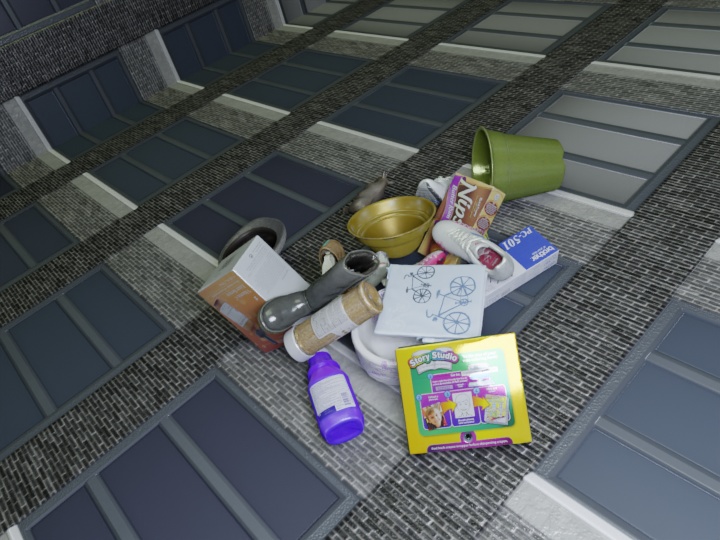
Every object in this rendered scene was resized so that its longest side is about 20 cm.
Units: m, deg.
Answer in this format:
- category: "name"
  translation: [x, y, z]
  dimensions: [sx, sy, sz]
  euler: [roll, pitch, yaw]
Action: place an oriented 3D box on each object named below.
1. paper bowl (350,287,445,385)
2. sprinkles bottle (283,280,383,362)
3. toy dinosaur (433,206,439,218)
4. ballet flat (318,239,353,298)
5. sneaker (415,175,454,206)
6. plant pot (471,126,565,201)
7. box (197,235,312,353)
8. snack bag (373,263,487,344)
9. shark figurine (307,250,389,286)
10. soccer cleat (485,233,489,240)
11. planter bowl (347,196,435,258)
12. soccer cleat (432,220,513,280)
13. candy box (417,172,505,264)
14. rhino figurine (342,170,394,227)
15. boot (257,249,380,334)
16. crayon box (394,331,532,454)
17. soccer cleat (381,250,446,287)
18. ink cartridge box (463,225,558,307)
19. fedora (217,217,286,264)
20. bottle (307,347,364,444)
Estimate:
- category: "paper bowl"
  translation: [0.088, 0.130, 1.124]
  dimensions: [0.199, 0.105, 0.202]
  euler: [-9, 42, 8]
- category: "sprinkles bottle"
  translation: [-0.052, 0.097, 1.098]
  dimensions: [0.199, 0.068, 0.069]
  euler: [-34, 33, 23]
- category: "toy dinosaur"
  translation: [0.113, -0.120, 1.442]
  dimensions: [0.135, 0.087, 0.200]
  euler: [-22, 25, -18]
- category: "ballet flat"
  translation: [-0.048, 0.035, 1.223]
  dimensions: [0.067, 0.202, 0.072]
  euler: [-11, 4, 24]
- category: "sneaker"
  translation: [0.189, -0.189, 1.398]
  dimensions: [0.074, 0.200, 0.088]
  euler: [11, 88, 28]
- category: "plant pot"
  translation: [0.383, -0.250, 1.427]
  dimensions: [0.188, 0.201, 0.201]
  euler: [-3, 39, -3]
- category: "box"
  translation: [-0.204, 0.054, 1.219]
  dimensions: [0.152, 0.200, 0.107]
  euler: [-28, 25, 44]
- category: "snack bag"
  translation: [0.130, 0.059, 1.093]
  dimensions: [0.198, 0.022, 0.190]
  euler: [1, 45, 17]
- category: "shark figurine"
  translation: [-0.006, 0.013, 1.321]
  dimensions: [0.214, 0.128, 0.090]
  euler: [-31, 55, 26]
- category: "soccer cleat"
  translation: [0.258, -0.098, 1.347]
  dimensions: [0.064, 0.084, 0.201]
  euler: [-9, 45, 8]
- category: "planter bowl"
  translation: [0.076, -0.084, 1.308]
  dimensions: [0.198, 0.084, 0.201]
  euler: [-12, 29, 7]
- category: "soccer cleat"
  translation: [0.224, -0.053, 1.190]
  dimensions: [0.199, 0.086, 0.070]
  euler: [35, 90, 29]
- category: "candy box"
  translation: [0.222, -0.104, 1.307]
  dimensions: [0.116, 0.056, 0.201]
  euler: [34, 101, 45]
- category: "rhino figurine"
  translation: [0.028, -0.197, 1.551]
  dimensions: [0.200, 0.060, 0.087]
  euler: [-53, 14, -33]
- category: "boot"
  translation: [-0.077, 0.039, 1.091]
  dimensions: [0.199, 0.073, 0.181]
  euler: [-27, 1, 45]
- category: "crayon box"
  translation: [0.168, 0.201, 0.973]
  dimensions: [0.198, 0.058, 0.174]
  euler: [-9, 83, 11]
- category: "soccer cleat"
  translation: [0.097, 0.020, 1.253]
  dimensions: [0.086, 0.070, 0.200]
  euler: [37, 77, 26]
- category: "ink cartridge box"
  translation: [0.311, -0.010, 1.247]
  dimensions: [0.199, 0.044, 0.094]
  euler: [-29, 52, -14]
- category: "fedora"
  translation: [-0.256, -0.030, 1.462]
  dimensions: [0.175, 0.091, 0.201]
  euler: [6, 51, 29]
- category: "bottle"
  translation: [-0.056, 0.226, 1.101]
  dimensions: [0.083, 0.066, 0.200]
  euler: [-22, 39, -6]
